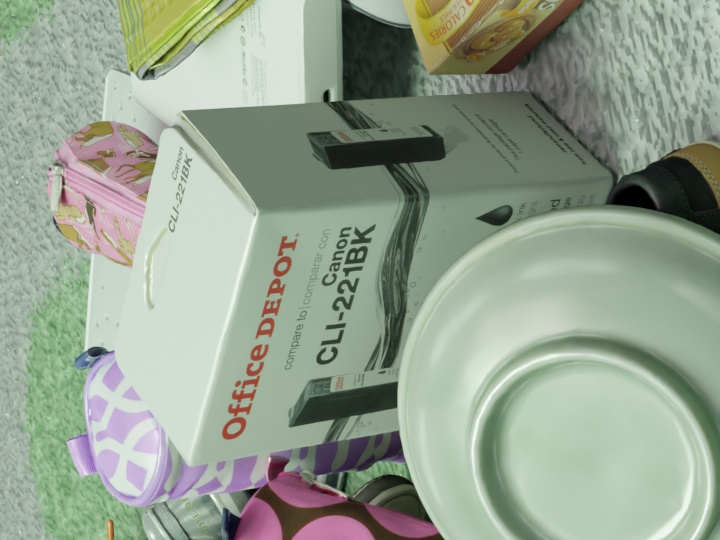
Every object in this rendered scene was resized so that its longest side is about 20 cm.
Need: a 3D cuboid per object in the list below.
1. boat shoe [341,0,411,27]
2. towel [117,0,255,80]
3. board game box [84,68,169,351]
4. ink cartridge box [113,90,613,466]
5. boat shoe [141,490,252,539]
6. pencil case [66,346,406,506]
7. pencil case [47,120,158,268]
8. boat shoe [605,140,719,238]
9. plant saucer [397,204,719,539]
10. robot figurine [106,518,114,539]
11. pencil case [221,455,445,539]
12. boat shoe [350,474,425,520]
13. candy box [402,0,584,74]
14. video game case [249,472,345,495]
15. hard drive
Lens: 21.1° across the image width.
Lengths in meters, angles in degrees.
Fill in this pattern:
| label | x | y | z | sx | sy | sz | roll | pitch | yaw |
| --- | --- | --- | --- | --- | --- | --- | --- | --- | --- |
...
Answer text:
| label | x | y | z | sx | sy | sz | roll | pitch | yaw |
| --- | --- | --- | --- | --- | --- | --- | --- | --- | --- |
| boat shoe | -0.021 | -0.175 | 1.033 | 0.200 | 0.071 | 0.070 | 42 | 147 | 33 |
| towel | -0.091 | -0.212 | 1.028 | 0.144 | 0.023 | 0.200 | -36 | 57 | 42 |
| board game box | -0.108 | -0.008 | 1.192 | 0.200 | 0.026 | 0.200 | 25 | 114 | 51 |
| ink cartridge box | 0.000 | 0.000 | 0.910 | 0.084 | 0.200 | 0.145 | 50 | 135 | 41 |
| boat shoe | -0.106 | 0.157 | 1.177 | 0.075 | 0.065 | 0.202 | 57 | 164 | 6 |
| pencil case | -0.049 | 0.075 | 1.004 | 0.086 | 0.200 | 0.084 | -45 | 57 | 45 |
| pencil case | -0.105 | -0.027 | 1.075 | 0.200 | 0.086 | 0.083 | 27 | 136 | 55 |
| boat shoe | 0.118 | 0.033 | 0.861 | 0.075 | 0.062 | 0.200 | 47 | 134 | 40 |
| plant saucer | 0.102 | 0.074 | 0.810 | 0.200 | 0.050 | 0.201 | 7 | 109 | 21 |
| robot figurine | -0.152 | 0.268 | 1.267 | 0.116 | 0.144 | 0.200 | -19 | 76 | 16 |
| pencil case | 0.032 | 0.158 | 0.923 | 0.200 | 0.091 | 0.094 | 15 | 80 | 16 |
| boat shoe | -0.020 | 0.176 | 1.093 | 0.057 | 0.067 | 0.200 | 51 | 139 | 34 |
| candy box | 0.051 | -0.208 | 0.929 | 0.115 | 0.055 | 0.200 | -41 | 60 | 50 |
| video game case | -0.065 | 0.061 | 1.185 | 0.200 | 0.022 | 0.182 | 40 | 127 | 46 |
| hard drive | -0.073 | -0.121 | 1.063 | 0.200 | 0.027 | 0.132 | 35 | 135 | 47 |
